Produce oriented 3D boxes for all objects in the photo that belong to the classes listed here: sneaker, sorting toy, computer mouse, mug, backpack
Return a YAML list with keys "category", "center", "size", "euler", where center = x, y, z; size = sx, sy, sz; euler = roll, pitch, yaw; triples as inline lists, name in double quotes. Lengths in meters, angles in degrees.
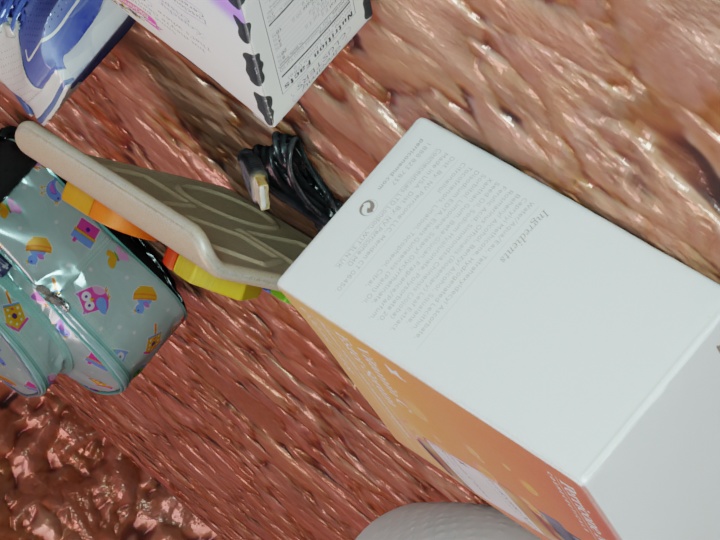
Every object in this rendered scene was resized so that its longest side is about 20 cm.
- category: "sneaker"
  center: [-0.196, -0.145, 1.555]
  size: [0.115, 0.081, 0.199]
  euler: [41, 171, -12]
- category: "sorting toy"
  center: [-0.081, -0.017, 1.608]
  size: [0.185, 0.037, 0.200]
  euler: [32, -172, 41]
- category: "computer mouse"
  center: [0.000, 0.000, 1.448]
  size: [0.140, 0.046, 0.200]
  euler: [45, -165, -29]
- category: "mug"
  center: [0.103, 0.234, 1.888]
  size: [0.199, 0.148, 0.175]
  euler: [13, 171, -22]
- category: "backpack"
  center: [-0.234, 0.011, 2.111]
  size: [0.200, 0.154, 0.176]
  euler: [37, 165, -11]

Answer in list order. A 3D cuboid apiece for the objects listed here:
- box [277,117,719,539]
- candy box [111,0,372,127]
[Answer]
- category: "box"
  center: [0.087, 0.047, 1.269]
  size: [0.200, 0.106, 0.152]
  euler: [32, 166, 40]
- category: "candy box"
  center: [-0.085, -0.165, 1.129]
  size: [0.168, 0.072, 0.200]
  euler: [38, 168, 15]
